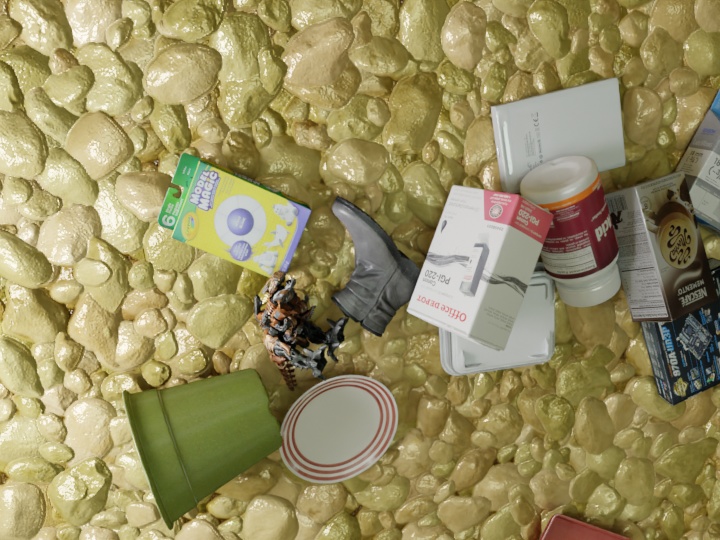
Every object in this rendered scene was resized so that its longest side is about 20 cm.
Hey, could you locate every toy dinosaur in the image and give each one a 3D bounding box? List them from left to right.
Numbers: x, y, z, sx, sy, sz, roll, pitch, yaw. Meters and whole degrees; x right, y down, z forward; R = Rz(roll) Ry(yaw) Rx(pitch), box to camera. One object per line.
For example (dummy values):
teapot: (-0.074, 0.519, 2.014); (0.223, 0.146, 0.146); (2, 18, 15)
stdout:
toy dinosaur: (-0.096, 0.093, 0.998); (0.133, 0.202, 0.103); (17, 58, 17)

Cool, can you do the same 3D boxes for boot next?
boot: (0.000, 0.000, 0.999); (0.132, 0.070, 0.200); (-45, 105, 1)

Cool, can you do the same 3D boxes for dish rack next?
dish rack: (0.223, 0.082, 1.074); (0.195, 0.044, 0.176); (-7, 104, -9)

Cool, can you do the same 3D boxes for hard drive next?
hard drive: (0.301, -0.203, 1.026); (0.195, 0.027, 0.135); (-14, 106, -6)

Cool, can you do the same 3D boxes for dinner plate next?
dinner plate: (-0.034, 0.246, 1.060); (0.195, 0.024, 0.205); (-9, 119, -17)

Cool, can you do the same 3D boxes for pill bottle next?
pill bottle: (0.317, -0.055, 1.004); (0.112, 0.114, 0.203); (-27, 115, -2)

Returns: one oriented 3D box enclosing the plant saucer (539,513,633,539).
plant saucer: (0.381, 0.541, 1.217); (0.196, 0.037, 0.204); (22, 98, -14)

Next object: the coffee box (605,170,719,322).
coffee box: (0.453, -0.034, 1.027); (0.111, 0.079, 0.205); (-18, 92, -25)

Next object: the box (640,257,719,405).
box: (0.560, 0.104, 1.136); (0.156, 0.046, 0.204); (-24, 106, -3)

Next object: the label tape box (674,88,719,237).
label tape box: (0.589, -0.165, 1.067); (0.142, 0.063, 0.203); (24, 99, -15)

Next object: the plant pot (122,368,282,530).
plant pot: (-0.218, 0.233, 0.973); (0.186, 0.199, 0.205); (-20, 107, -18)

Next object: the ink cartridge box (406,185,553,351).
ink cartridge box: (0.165, -0.007, 0.959); (0.084, 0.145, 0.204); (19, 90, -34)

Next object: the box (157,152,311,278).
box: (-0.180, -0.077, 0.962); (0.196, 0.048, 0.120); (22, 99, -13)
